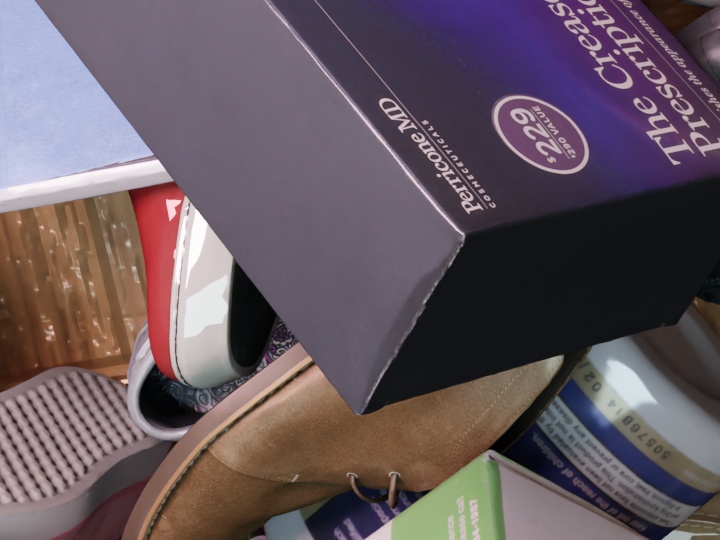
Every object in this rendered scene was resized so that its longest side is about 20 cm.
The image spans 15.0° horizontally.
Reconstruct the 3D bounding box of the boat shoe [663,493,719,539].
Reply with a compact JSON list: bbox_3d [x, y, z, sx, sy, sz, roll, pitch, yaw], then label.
[{"bbox_3d":[0.177,0.127,0.994,0.199,0.065,0.072,14,109,3],"label":"boat shoe"}]

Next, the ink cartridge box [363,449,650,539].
[{"bbox_3d":[0.006,0.175,0.874,0.084,0.146,0.200,29,130,-30],"label":"ink cartridge box"}]

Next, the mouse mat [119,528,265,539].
[{"bbox_3d":[-0.074,0.194,1.081,0.161,0.008,0.200,-25,102,15],"label":"mouse mat"}]

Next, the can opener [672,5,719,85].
[{"bbox_3d":[0.105,-0.077,0.883,0.200,0.053,0.067,-32,102,22],"label":"can opener"}]

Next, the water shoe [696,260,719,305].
[{"bbox_3d":[0.167,0.009,0.899,0.200,0.079,0.071,18,137,-40],"label":"water shoe"}]

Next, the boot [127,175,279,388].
[{"bbox_3d":[-0.096,-0.055,0.935,0.144,0.072,0.201,-3,71,10],"label":"boot"}]

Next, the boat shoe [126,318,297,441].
[{"bbox_3d":[-0.001,0.000,0.972,0.201,0.072,0.070,-36,100,16],"label":"boat shoe"}]

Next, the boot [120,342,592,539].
[{"bbox_3d":[-0.006,0.057,0.902,0.075,0.074,0.200,48,119,6],"label":"boot"}]

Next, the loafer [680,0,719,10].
[{"bbox_3d":[0.072,-0.162,0.908,0.200,0.075,0.070,38,112,-6],"label":"loafer"}]

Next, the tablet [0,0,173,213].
[{"bbox_3d":[-0.112,-0.115,0.918,0.130,0.014,0.201,-9,67,11],"label":"tablet"}]

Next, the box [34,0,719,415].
[{"bbox_3d":[0.006,-0.066,0.817,0.200,0.141,0.079,51,135,25],"label":"box"}]

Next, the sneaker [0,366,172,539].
[{"bbox_3d":[-0.139,0.097,0.954,0.075,0.200,0.105,34,105,16],"label":"sneaker"}]

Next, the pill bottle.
[{"bbox_3d":[0.036,0.083,0.974,0.111,0.111,0.200,45,108,-8],"label":"pill bottle"}]
